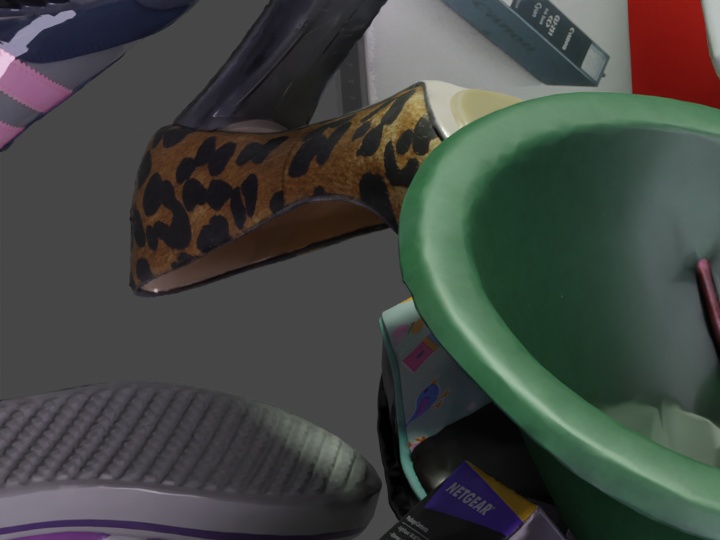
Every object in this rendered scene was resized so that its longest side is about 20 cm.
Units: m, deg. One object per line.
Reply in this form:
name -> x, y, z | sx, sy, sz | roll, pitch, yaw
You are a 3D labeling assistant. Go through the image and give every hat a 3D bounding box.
hat -> 0.083, 0.078, 0.687 | 0.166, 0.200, 0.176 | -28, 146, -42

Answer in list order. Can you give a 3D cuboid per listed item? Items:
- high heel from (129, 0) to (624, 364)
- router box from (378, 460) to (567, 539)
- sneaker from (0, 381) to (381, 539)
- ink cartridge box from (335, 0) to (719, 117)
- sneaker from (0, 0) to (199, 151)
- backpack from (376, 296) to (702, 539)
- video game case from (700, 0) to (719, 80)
high heel -> 0.000, 0.000, 0.789 | 0.071, 0.200, 0.143 | 17, 118, -40
router box -> 0.036, 0.176, 0.694 | 0.157, 0.052, 0.200 | -43, 111, -9
sneaker -> -0.095, 0.100, 0.854 | 0.200, 0.073, 0.114 | 0, 118, -24
ink cartridge box -> 0.075, -0.129, 0.876 | 0.176, 0.045, 0.200 | -8, 102, -16
sneaker -> -0.132, -0.054, 0.817 | 0.200, 0.070, 0.082 | -23, 130, -16
backpack -> 0.089, 0.068, 0.825 | 0.153, 0.200, 0.176 | -36, 107, -1
video game case -> 0.145, -0.049, 0.823 | 0.024, 0.200, 0.182 | -23, 121, 15
